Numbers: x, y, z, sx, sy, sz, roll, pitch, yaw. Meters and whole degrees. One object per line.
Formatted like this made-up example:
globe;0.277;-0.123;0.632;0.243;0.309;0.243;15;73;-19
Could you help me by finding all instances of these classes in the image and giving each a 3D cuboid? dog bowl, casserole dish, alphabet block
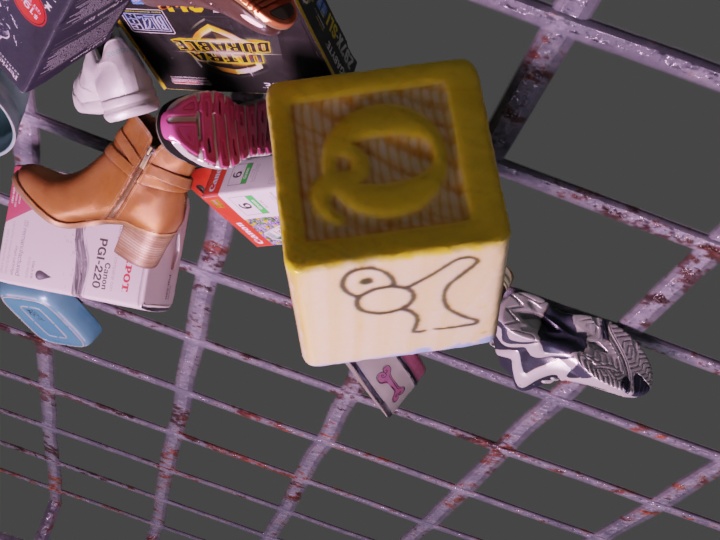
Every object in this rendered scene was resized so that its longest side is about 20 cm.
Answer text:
dog bowl;0.002;0.076;1.580;0.200;0.074;0.200;53;177;4
casserole dish;-0.477;0.064;2.010;0.121;0.039;0.200;7;151;22
alphabet block;0.024;-0.048;1.204;0.195;0.197;0.200;-9;152;-3

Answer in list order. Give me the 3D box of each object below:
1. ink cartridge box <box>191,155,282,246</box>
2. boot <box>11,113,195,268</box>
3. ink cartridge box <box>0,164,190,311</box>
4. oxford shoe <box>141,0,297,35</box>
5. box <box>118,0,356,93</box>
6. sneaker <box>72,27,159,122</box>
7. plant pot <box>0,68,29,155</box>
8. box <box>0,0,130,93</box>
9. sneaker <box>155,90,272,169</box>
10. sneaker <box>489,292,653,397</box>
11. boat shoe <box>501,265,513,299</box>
ink cartridge box;-0.115;-0.075;1.483;0.200;0.050;0.109;-4;147;37
boot;-0.277;-0.111;1.452;0.200;0.074;0.155;27;117;2
ink cartridge box;-0.317;-0.039;1.562;0.200;0.146;0.085;10;180;15
oxford shoe;-0.139;-0.244;1.090;0.200;0.071;0.073;37;126;14
box;-0.122;-0.226;1.198;0.200;0.049;0.160;6;150;24
sneaker;-0.245;-0.201;1.294;0.200;0.075;0.089;23;131;65
plant pot;-0.408;-0.222;1.295;0.200;0.134;0.200;15;155;8
box;-0.276;-0.276;1.051;0.200;0.104;0.182;51;150;-2
sneaker;-0.153;-0.135;1.276;0.087;0.074;0.200;-1;-173;22
sneaker;0.241;0.106;1.573;0.199;0.080;0.130;20;155;-2
boat shoe;0.085;-0.014;1.454;0.200;0.065;0.073;30;153;-21
